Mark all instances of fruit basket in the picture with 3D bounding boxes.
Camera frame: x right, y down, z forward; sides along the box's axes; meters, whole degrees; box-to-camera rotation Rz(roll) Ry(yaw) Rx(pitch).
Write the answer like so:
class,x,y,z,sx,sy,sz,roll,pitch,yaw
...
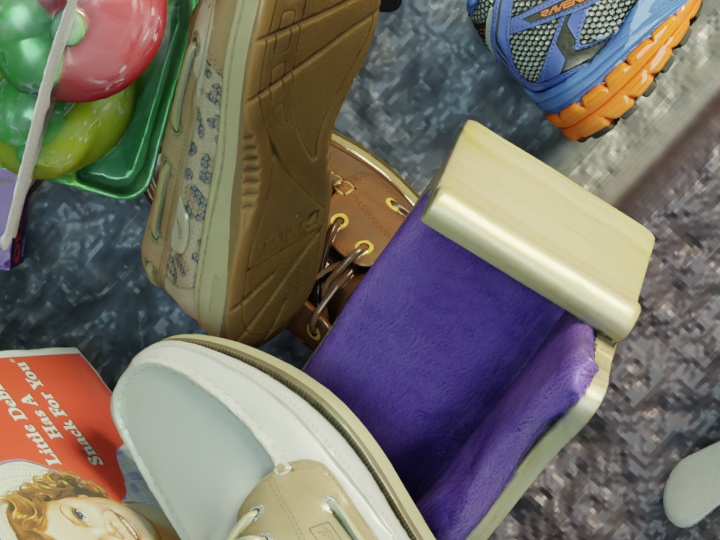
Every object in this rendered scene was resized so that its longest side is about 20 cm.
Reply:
class,x,y,z,sx,sy,sz,roll,pitch,yaw
fruit basket,-0.105,-0.100,0.942,0.093,0.200,0.186,16,91,-1

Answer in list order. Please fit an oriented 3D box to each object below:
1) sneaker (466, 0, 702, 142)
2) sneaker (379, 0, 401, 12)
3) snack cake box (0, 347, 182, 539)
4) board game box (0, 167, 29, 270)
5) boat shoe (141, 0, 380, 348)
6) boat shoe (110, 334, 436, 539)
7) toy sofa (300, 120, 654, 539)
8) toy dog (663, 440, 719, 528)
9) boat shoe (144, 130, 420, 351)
class,x,y,z,sx,sy,sz,roll,pitch,yaw
sneaker,0.112,-0.144,0.986,0.078,0.075,0.201,33,101,-10
sneaker,0.033,-0.154,0.967,0.199,0.084,0.075,-24,61,45
snack cake box,-0.104,0.119,0.951,0.200,0.115,0.067,49,122,29
board game box,-0.227,-0.073,1.066,0.199,0.032,0.121,7,103,5
boat shoe,-0.043,-0.066,0.952,0.063,0.073,0.201,30,123,29
boat shoe,-0.021,0.099,0.913,0.200,0.068,0.075,43,125,19
toy sofa,0.016,0.055,0.956,0.083,0.098,0.200,32,126,-4
toy dog,0.177,0.115,1.036,0.131,0.096,0.201,21,87,5
boat shoe,0.000,0.001,1.033,0.200,0.068,0.072,34,102,0
